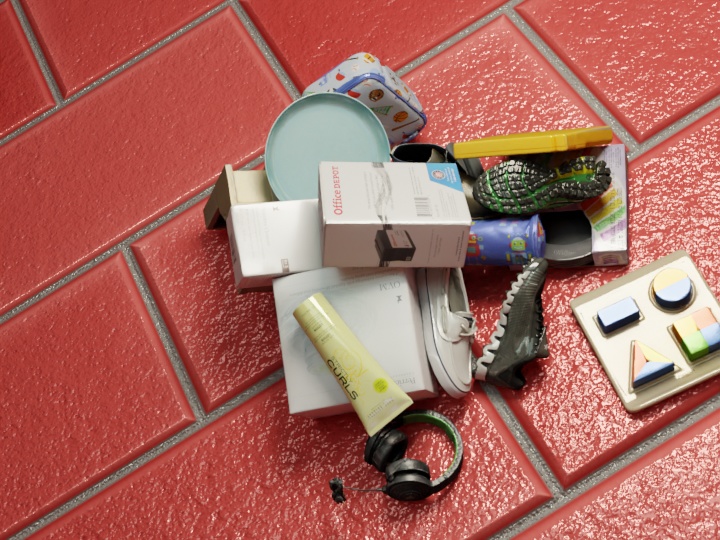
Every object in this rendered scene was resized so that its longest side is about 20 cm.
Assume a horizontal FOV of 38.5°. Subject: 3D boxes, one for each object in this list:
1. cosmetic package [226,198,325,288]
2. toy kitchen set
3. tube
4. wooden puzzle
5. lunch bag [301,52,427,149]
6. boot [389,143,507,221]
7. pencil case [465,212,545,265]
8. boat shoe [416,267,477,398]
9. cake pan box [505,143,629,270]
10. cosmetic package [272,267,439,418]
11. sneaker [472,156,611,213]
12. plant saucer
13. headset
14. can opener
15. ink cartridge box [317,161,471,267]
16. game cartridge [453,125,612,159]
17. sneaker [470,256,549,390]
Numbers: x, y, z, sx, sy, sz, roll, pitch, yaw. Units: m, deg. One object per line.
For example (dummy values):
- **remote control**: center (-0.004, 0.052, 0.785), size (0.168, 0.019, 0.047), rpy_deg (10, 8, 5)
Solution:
- **cosmetic package**: center (-0.090, -0.042, 1.522), size (0.199, 0.081, 0.113), rpy_deg (-8, 78, -15)
- **toy kitchen set**: center (-0.144, -0.046, 1.660), size (0.162, 0.180, 0.201), rpy_deg (-4, 71, -22)
- **tube**: center (-0.015, 0.122, 1.400), size (0.052, 0.058, 0.200), rpy_deg (-28, 76, -35)
- **wooden puzzle**: center (0.413, 0.076, 1.435), size (0.185, 0.046, 0.201), rpy_deg (-26, 56, 4)
- **lunch bag**: center (0.006, -0.253, 1.677), size (0.160, 0.200, 0.076), rpy_deg (-34, 52, 19)
- **boot**: center (0.132, -0.133, 1.546), size (0.199, 0.097, 0.075), rpy_deg (12, 61, 28)
- **pencil case**: center (0.174, -0.044, 1.515), size (0.199, 0.087, 0.078), rpy_deg (0, 105, 22)
- **boat shoe**: center (0.134, 0.078, 1.469), size (0.066, 0.072, 0.201), rpy_deg (-25, 61, 34)
- **cake pan box**: center (0.313, -0.092, 1.566), size (0.183, 0.052, 0.201), rpy_deg (-3, 61, 20)
- **cosmetic package**: center (-0.006, 0.098, 1.490), size (0.198, 0.123, 0.201), rpy_deg (-12, 78, 12)
- **sneaker**: center (0.259, -0.114, 1.500), size (0.199, 0.085, 0.078), rpy_deg (-4, 78, -8)
- **plant saucer**: center (-0.052, -0.173, 1.591), size (0.200, 0.200, 0.027), rpy_deg (-42, 15, -8)
- **headset**: center (0.048, 0.262, 1.423), size (0.199, 0.094, 0.124), rpy_deg (-29, 55, -13)
- **can opener**: center (0.176, -0.122, 1.631), size (0.053, 0.067, 0.201), rpy_deg (-7, 44, -7)
- **ink cartridge box**: center (0.042, -0.079, 1.435), size (0.199, 0.084, 0.145), rpy_deg (0, 40, -6)
- **game cartridge**: center (0.261, -0.190, 1.545), size (0.176, 0.200, 0.033), rpy_deg (0, 101, 34)
- **sneaker**: center (0.235, 0.081, 1.455), size (0.090, 0.066, 0.201), rpy_deg (27, 103, 18)
